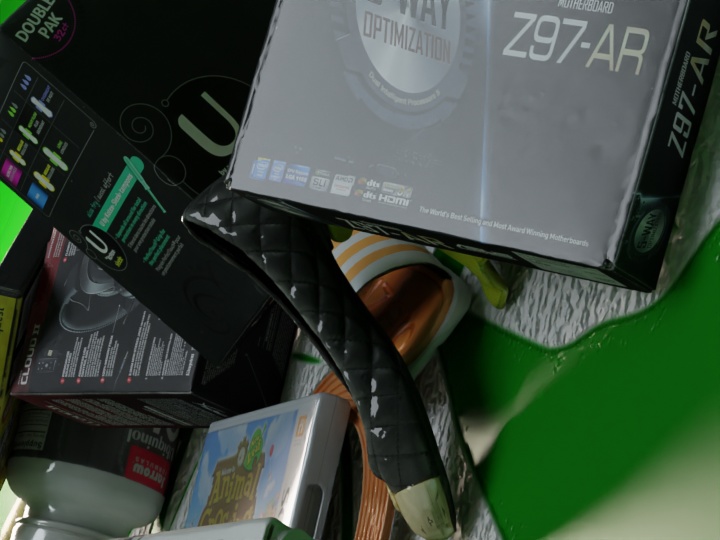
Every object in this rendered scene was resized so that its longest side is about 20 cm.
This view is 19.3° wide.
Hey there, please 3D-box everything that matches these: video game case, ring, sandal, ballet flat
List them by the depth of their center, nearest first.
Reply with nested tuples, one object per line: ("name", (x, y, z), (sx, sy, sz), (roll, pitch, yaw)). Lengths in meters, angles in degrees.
("ballet flat", (-0.015, 0.041, 0.984), (0.201, 0.056, 0.067), (59, 171, 14))
("sandal", (-0.005, 0.006, 1.093), (0.079, 0.059, 0.207), (-51, 20, 3))
("ring", (-0.019, 0.143, 1.099), (0.200, 0.019, 0.202), (-163, 90, -72))
("video game case", (-0.067, 0.165, 1.155), (0.200, 0.022, 0.184), (157, 128, -68))
("video game case", (-0.235, 0.054, 1.440), (0.200, 0.025, 0.182), (-81, 4, -67))

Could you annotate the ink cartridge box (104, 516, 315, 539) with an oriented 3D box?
("ink cartridge box", (-0.066, 0.177, 0.893), (0.199, 0.144, 0.085), (-13, 53, 41))

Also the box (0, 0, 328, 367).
("box", (-0.095, -0.080, 1.163), (0.149, 0.200, 0.124), (-49, -1, -34))

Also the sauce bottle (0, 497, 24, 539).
("sauce bottle", (-0.211, 0.152, 1.582), (0.201, 0.066, 0.066), (-57, 23, 33))

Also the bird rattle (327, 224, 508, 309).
("bird rattle", (0.054, -0.079, 1.034), (0.163, 0.112, 0.200), (-50, 13, 23))

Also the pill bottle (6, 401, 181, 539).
("pill bottle", (-0.178, 0.110, 1.445), (0.111, 0.110, 0.202), (155, 131, -66))

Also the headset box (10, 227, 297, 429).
("headset box", (-0.129, 0.019, 1.332), (0.199, 0.077, 0.150), (-5, 66, 45))

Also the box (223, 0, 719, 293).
("box", (0.051, -0.089, 0.896), (0.199, 0.043, 0.162), (14, 84, 33))
